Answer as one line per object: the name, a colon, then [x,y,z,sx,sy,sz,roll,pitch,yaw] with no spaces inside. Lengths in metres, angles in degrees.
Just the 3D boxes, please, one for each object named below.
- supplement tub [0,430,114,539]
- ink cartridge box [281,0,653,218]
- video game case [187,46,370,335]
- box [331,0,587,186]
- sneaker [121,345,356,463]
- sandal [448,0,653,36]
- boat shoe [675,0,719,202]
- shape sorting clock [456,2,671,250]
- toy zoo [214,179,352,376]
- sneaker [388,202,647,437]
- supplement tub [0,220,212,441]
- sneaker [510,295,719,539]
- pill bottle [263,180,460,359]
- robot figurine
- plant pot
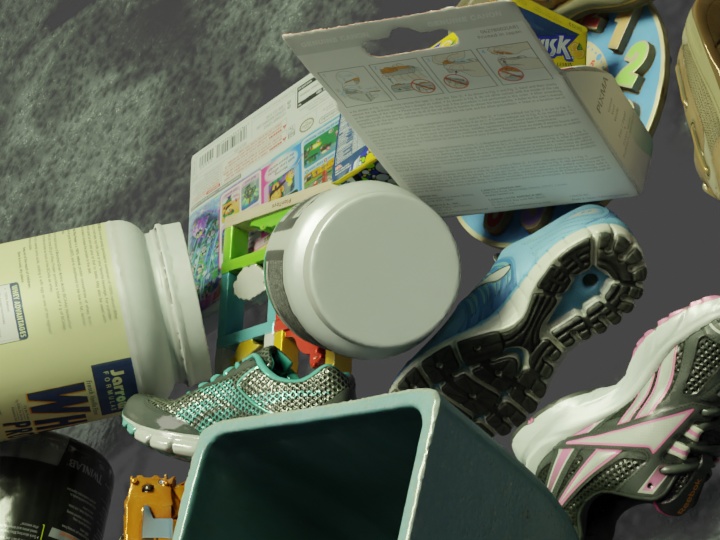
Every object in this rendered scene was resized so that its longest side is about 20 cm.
supplement tub: [-0.264,0.233,1.390,0.122,0.122,0.202,-19,50,41]
ink cartridge box: [0.069,-0.108,1.110,0.160,0.200,0.050,-5,54,31]
video game case: [-0.066,-0.063,1.451,0.199,0.024,0.183,-31,45,33]
box: [0.065,-0.109,1.229,0.199,0.070,0.065,-29,49,50]
sneaker: [-0.080,0.097,1.280,0.198,0.077,0.092,7,80,31]
sandal: [0.133,-0.200,1.225,0.199,0.054,0.081,-13,51,45]
boat shoe: [0.233,-0.071,1.070,0.065,0.070,0.202,111,156,-56]
shape sorting clock: [0.129,-0.109,1.235,0.199,0.039,0.202,-30,44,34]
toy zoo: [-0.057,0.041,1.345,0.130,0.020,0.202,-17,62,41]
sneaker: [0.100,0.033,1.159,0.200,0.078,0.090,-40,21,20]
supplement tub: [-0.220,0.043,1.364,0.198,0.146,0.146,-12,42,-7]
sneaker: [0.178,0.091,1.016,0.200,0.080,0.087,-42,50,34]
pill bottle: [0.000,0.000,1.185,0.114,0.112,0.200,-61,8,-4]
robot figurine: [-0.137,0.250,1.238,0.145,0.058,0.202,95,171,-62]
plant pot: [0.021,0.204,1.001,0.195,0.199,0.198,-13,54,45]
